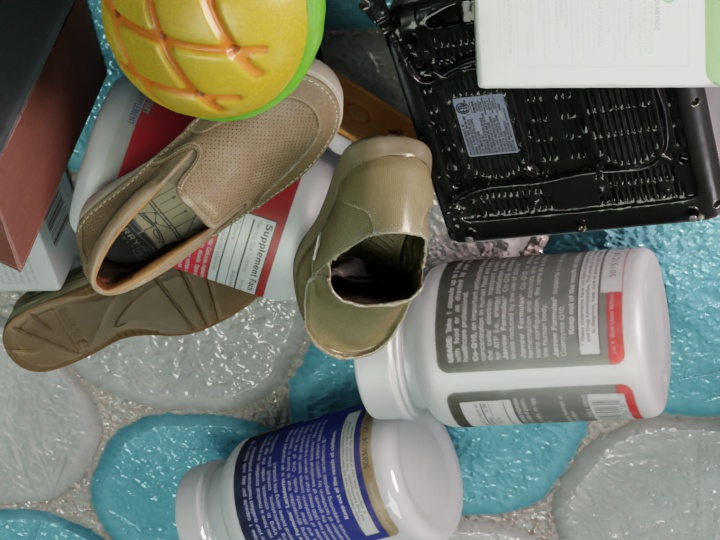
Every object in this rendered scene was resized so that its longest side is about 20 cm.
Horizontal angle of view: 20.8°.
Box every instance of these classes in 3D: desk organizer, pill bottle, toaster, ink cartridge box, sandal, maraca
[{"bbox_3d":[-0.223,-0.094,1.232,0.071,0.201,0.077,1,133,13],"label":"desk organizer"},{"bbox_3d":[-0.033,0.170,1.473,0.199,0.116,0.116,-18,124,27],"label":"pill bottle"},{"bbox_3d":[-0.082,-0.047,1.295,0.199,0.113,0.113,18,133,-2],"label":"pill bottle"},{"bbox_3d":[0.117,-0.125,1.168,0.180,0.119,0.201,-6,129,19],"label":"toaster"},{"bbox_3d":[0.159,-0.152,1.027,0.198,0.059,0.105,1,110,13],"label":"ink cartridge box"},{"bbox_3d":[-0.033,-0.130,1.230,0.206,0.079,0.059,26,127,-17],"label":"sandal"},{"bbox_3d":[-0.074,-0.164,1.098,0.137,0.107,0.200,42,132,-3],"label":"maraca"},{"bbox_3d":[0.103,0.047,1.328,0.199,0.114,0.114,-4,130,18],"label":"pill bottle"}]

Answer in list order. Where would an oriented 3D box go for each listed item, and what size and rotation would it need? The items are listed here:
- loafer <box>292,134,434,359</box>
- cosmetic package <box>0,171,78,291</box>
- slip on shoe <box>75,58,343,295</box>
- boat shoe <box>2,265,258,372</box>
[{"bbox_3d":[0.000,0.000,1.197,0.075,0.068,0.201,3,144,-6],"label":"loafer"},{"bbox_3d":[-0.305,-0.043,1.385,0.199,0.071,0.102,-1,131,15],"label":"cosmetic package"},{"bbox_3d":[-0.092,-0.053,1.189,0.199,0.061,0.076,-30,122,19],"label":"slip on shoe"},{"bbox_3d":[-0.160,0.010,1.401,0.199,0.065,0.072,-16,119,4],"label":"boat shoe"}]
